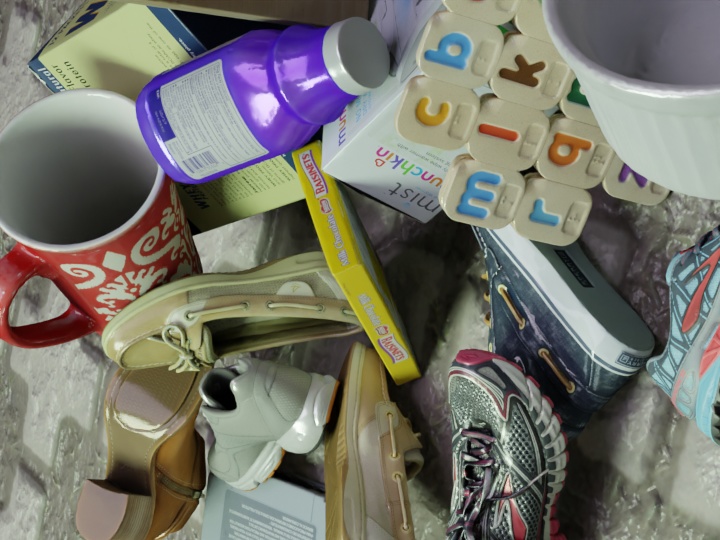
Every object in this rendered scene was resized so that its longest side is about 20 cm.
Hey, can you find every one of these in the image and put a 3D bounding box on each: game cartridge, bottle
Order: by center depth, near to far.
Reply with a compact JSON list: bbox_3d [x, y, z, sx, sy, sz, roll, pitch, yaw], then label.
[{"bbox_3d":[-0.066,-0.117,1.013,0.199,0.065,0.084,-16,107,44],"label":"bottle"},{"bbox_3d":[-0.066,0.233,1.244,0.200,0.040,0.134,12,92,53],"label":"game cartridge"}]

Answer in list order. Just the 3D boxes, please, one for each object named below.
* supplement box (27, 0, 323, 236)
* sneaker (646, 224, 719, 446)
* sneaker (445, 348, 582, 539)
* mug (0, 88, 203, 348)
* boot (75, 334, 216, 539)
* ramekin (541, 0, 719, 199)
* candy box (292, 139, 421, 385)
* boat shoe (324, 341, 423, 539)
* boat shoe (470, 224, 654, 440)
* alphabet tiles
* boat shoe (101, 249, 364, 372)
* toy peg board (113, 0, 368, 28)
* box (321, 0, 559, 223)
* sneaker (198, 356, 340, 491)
[{"bbox_3d":[-0.111,-0.156,1.186,0.199,0.200,0.134,-15,34,51],"label":"supplement box"},{"bbox_3d":[0.213,-0.005,0.871,0.095,0.079,0.201,35,113,51],"label":"sneaker"},{"bbox_3d":[0.087,0.146,0.970,0.080,0.074,0.201,11,117,52],"label":"sneaker"},{"bbox_3d":[-0.212,-0.022,1.167,0.134,0.177,0.200,61,174,25],"label":"mug"},{"bbox_3d":[-0.153,0.139,1.264,0.076,0.155,0.201,18,88,18],"label":"boot"},{"bbox_3d":[0.205,-0.132,0.810,0.199,0.098,0.201,-14,46,15],"label":"ramekin"},{"bbox_3d":[0.000,0.000,1.080,0.026,0.200,0.103,-23,61,3],"label":"candy box"},{"bbox_3d":[0.012,0.141,1.122,0.074,0.069,0.201,110,166,-47],"label":"boat shoe"},{"bbox_3d":[0.106,0.016,1.011,0.091,0.071,0.201,-55,48,28],"label":"boat shoe"},{"bbox_3d":[0.122,-0.114,0.912,0.015,0.195,0.201,-123,49,-59],"label":"alphabet tiles"},{"bbox_3d":[-0.097,0.043,1.162,0.073,0.200,0.063,88,166,-57],"label":"boat shoe"},{"bbox_3d":[-0.099,-0.267,1.016,0.098,0.198,0.201,5,91,63],"label":"toy peg board"},{"bbox_3d":[0.062,-0.166,1.024,0.176,0.096,0.201,-40,36,40],"label":"box"},{"bbox_3d":[-0.092,0.110,1.192,0.200,0.092,0.076,-42,24,56],"label":"sneaker"}]
